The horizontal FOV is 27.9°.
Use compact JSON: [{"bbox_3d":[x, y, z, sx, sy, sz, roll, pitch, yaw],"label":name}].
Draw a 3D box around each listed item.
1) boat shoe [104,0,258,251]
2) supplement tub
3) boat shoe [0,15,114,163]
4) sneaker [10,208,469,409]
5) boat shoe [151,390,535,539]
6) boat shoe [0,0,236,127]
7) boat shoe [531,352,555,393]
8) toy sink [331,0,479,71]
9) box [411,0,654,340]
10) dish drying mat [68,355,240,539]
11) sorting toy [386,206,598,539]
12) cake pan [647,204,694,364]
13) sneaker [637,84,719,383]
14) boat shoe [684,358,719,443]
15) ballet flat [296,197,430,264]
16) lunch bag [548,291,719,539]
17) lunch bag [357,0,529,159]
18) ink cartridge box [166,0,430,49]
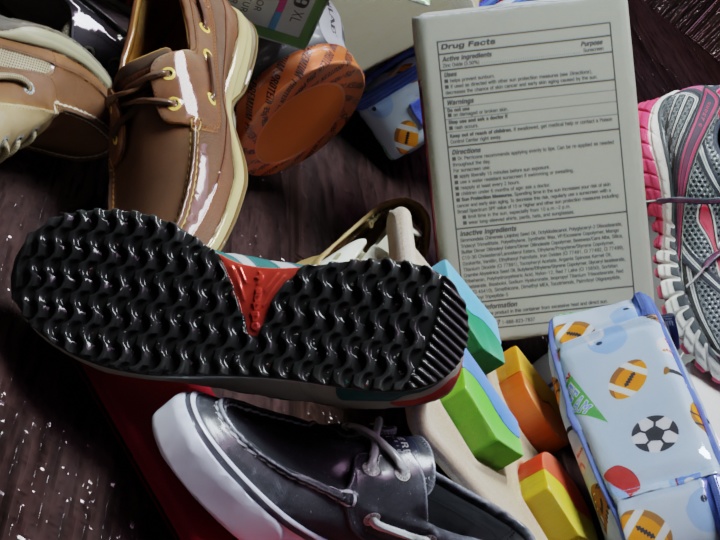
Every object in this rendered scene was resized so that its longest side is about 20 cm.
[{"bbox_3d":[-0.100,-0.075,0.723,0.068,0.072,0.200,49,33,-41],"label":"boat shoe"},{"bbox_3d":[-0.093,-0.162,0.914,0.200,0.123,0.123,50,23,20],"label":"supplement tub"},{"bbox_3d":[-0.190,-0.083,0.687,0.200,0.076,0.074,25,54,-55],"label":"boat shoe"},{"bbox_3d":[-0.050,0.027,0.631,0.200,0.070,0.093,8,-19,9],"label":"sneaker"},{"bbox_3d":[0.001,0.094,0.624,0.200,0.068,0.072,36,17,-32],"label":"boat shoe"},{"bbox_3d":[-0.160,-0.126,0.814,0.200,0.072,0.065,43,36,-7],"label":"boat shoe"},{"bbox_3d":[0.181,0.100,0.958,0.200,0.072,0.062,22,33,-44],"label":"boat shoe"},{"bbox_3d":[-0.020,-0.202,1.071,0.112,0.200,0.130,60,16,-18],"label":"toy sink"},{"bbox_3d":[0.105,-0.062,0.902,0.109,0.128,0.200,-61,146,-85],"label":"box"},{"bbox_3d":[-0.073,0.083,0.631,0.077,0.018,0.200,14,34,-54],"label":"dish drying mat"},{"bbox_3d":[0.076,0.079,0.772,0.200,0.036,0.185,55,15,-27],"label":"sorting toy"},{"bbox_3d":[0.218,0.014,1.049,0.037,0.200,0.200,17,-1,44],"label":"cake pan"},{"bbox_3d":[0.229,-0.021,0.934,0.081,0.075,0.200,-10,84,-56],"label":"sneaker"},{"bbox_3d":[0.242,0.155,0.923,0.072,0.069,0.200,-9,66,-48],"label":"boat shoe"},{"bbox_3d":[0.000,0.000,0.847,0.069,0.063,0.200,39,22,-3],"label":"ballet flat"},{"bbox_3d":[0.163,0.118,0.807,0.200,0.076,0.160,-97,168,-48],"label":"lunch bag"},{"bbox_3d":[0.090,-0.170,1.113,0.076,0.200,0.160,55,18,-12],"label":"lunch bag"},{"bbox_3d":[-0.064,-0.190,0.824,0.200,0.059,0.104,14,46,-15],"label":"ink cartridge box"}]
